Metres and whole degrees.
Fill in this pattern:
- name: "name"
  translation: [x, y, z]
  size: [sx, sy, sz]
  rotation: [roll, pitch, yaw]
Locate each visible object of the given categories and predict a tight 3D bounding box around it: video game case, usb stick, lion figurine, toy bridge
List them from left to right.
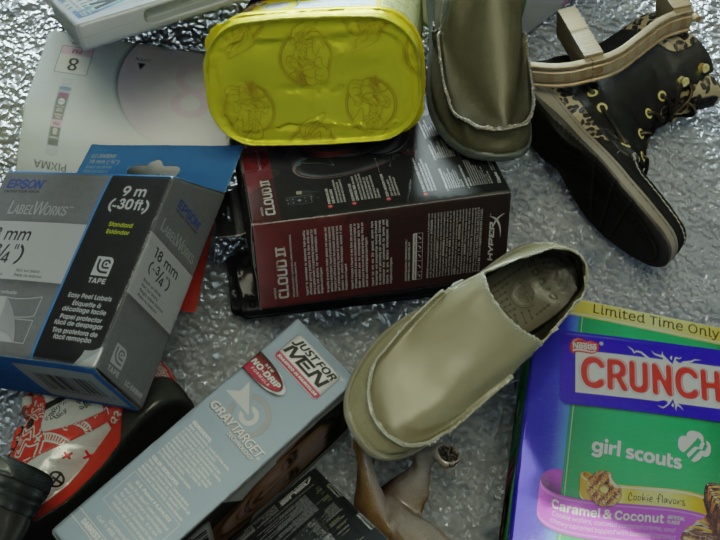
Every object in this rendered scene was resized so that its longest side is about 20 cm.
- name: "video game case"
  translation: [-0.141, -0.217, 0.842]
  size: [0.180, 0.022, 0.200]
  rotation: [-21, 23, -13]
- name: "usb stick"
  translation: [0.000, 0.000, 0.813]
  size: [0.196, 0.033, 0.056]
  rotation: [-7, 71, -7]
- name: "lion figurine"
  translation: [0.038, 0.186, 0.700]
  size: [0.071, 0.124, 0.202]
  rotation: [-4, 47, -22]
- name: "toy bridge"
  translation: [0.171, -0.175, 0.849]
  size: [0.197, 0.027, 0.068]
  rotation: [-14, 49, -4]

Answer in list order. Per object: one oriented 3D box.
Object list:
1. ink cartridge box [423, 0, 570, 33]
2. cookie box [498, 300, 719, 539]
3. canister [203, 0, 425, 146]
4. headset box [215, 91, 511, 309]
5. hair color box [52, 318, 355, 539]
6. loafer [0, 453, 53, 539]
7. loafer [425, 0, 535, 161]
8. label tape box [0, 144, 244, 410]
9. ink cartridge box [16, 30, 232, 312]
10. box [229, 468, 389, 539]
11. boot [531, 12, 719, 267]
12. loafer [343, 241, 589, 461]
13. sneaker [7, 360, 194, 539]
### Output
- name: "ink cartridge box"
  translation: [0.125, -0.288, 0.931]
  size: [0.199, 0.084, 0.145]
  rotation: [-38, 72, -19]
- name: "cookie box"
  translation: [0.184, 0.133, 0.737]
  size: [0.168, 0.076, 0.203]
  rotation: [11, 63, 2]
- name: "canister"
  translation: [-0.023, -0.166, 0.803]
  size: [0.146, 0.088, 0.201]
  rotation: [-2, 26, 6]
- name: "headset box"
  translation: [-0.008, -0.055, 0.785]
  size: [0.196, 0.076, 0.150]
  rotation: [-8, 38, -8]
- name: "hair color box"
  translation: [-0.093, 0.132, 0.704]
  size: [0.200, 0.099, 0.061]
  rotation: [-41, 73, -20]
- name: "loafer"
  translation: [-0.276, 0.138, 0.668]
  size: [0.198, 0.073, 0.073]
  rotation: [2, 64, 39]
- name: "loafer"
  translation: [0.081, -0.167, 0.776]
  size: [0.074, 0.070, 0.203]
  rotation: [-5, 58, -7]
- name: "label tape box"
  translation: [-0.178, -0.019, 0.722]
  size: [0.142, 0.063, 0.203]
  rotation: [3, 61, 26]
- name: "ink cartridge box"
  translation: [-0.181, -0.081, 0.831]
  size: [0.160, 0.057, 0.203]
  rotation: [9, 59, 0]
- name: "box"
  translation: [-0.069, 0.212, 0.623]
  size: [0.199, 0.160, 0.044]
  rotation: [-40, 106, -12]
- name: "boot"
  translation: [0.223, -0.112, 0.861]
  size: [0.149, 0.074, 0.201]
  rotation: [-29, 61, -16]
- name: "loafer"
  translation: [0.070, 0.039, 0.686]
  size: [0.199, 0.068, 0.076]
  rotation: [-40, 86, -25]
- name: "sneaker"
  translation: [-0.208, 0.125, 0.725]
  size: [0.201, 0.067, 0.108]
  rotation: [-44, 51, -6]
